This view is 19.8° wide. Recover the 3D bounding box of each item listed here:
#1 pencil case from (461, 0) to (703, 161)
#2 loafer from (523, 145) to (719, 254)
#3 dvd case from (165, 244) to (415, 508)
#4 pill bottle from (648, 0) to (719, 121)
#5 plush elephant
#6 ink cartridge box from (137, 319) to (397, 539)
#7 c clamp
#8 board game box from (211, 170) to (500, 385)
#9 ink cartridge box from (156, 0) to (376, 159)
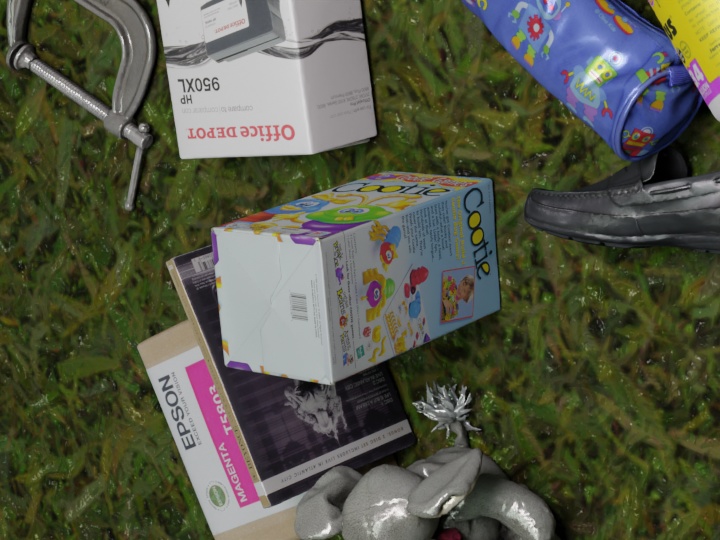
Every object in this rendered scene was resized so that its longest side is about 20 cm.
[{"bbox_3d":[0.144,-0.164,1.383,0.200,0.078,0.087,49,136,28],"label":"pencil case"},{"bbox_3d":[0.202,-0.050,1.394,0.200,0.068,0.071,4,95,35],"label":"loafer"},{"bbox_3d":[-0.051,0.065,1.583,0.016,0.148,0.201,-26,85,53],"label":"dvd case"},{"bbox_3d":[0.225,-0.201,1.302,0.104,0.104,0.201,-35,79,41],"label":"pill bottle"},{"bbox_3d":[0.050,0.193,1.529,0.164,0.155,0.201,-17,92,42],"label":"plush elephant"},{"bbox_3d":[-0.074,0.119,1.667,0.164,0.075,0.201,-26,86,40],"label":"ink cartridge box"},{"bbox_3d":[-0.241,-0.174,1.755,0.200,0.027,0.171,40,125,24],"label":"c clamp"},{"bbox_3d":[0.000,0.000,1.485,0.103,0.200,0.105,7,108,39],"label":"board game box"},{"bbox_3d":[-0.076,-0.189,1.573,0.144,0.084,0.201,1,104,40],"label":"ink cartridge box"}]
